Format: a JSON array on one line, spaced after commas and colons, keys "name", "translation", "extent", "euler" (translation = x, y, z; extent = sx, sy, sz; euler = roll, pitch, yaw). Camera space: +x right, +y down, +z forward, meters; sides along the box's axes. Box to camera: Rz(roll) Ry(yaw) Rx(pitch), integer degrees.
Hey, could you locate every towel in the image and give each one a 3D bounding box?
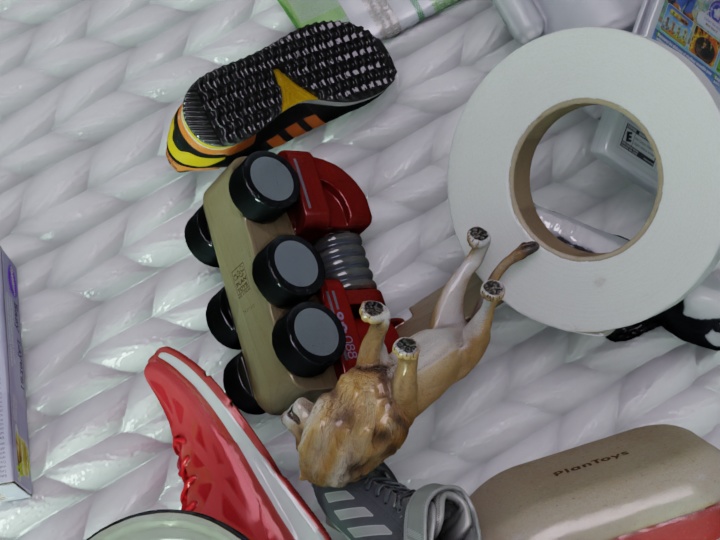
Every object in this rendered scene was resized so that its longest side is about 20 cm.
[{"name": "towel", "translation": [0.019, -0.267, 1.122], "extent": [0.199, 0.031, 0.150], "euler": [-29, 70, -8]}]

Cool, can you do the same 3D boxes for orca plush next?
[{"name": "orca plush", "translation": [0.185, 0.019, 0.983], "extent": [0.198, 0.105, 0.072], "euler": [21, 105, -1]}]

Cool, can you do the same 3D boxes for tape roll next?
[{"name": "tape roll", "translation": [0.155, -0.060, 0.920], "extent": [0.201, 0.037, 0.205], "euler": [3, 96, 26]}]

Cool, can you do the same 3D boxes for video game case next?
[{"name": "video game case", "translation": [0.250, -0.148, 0.997], "extent": [0.142, 0.018, 0.202], "euler": [26, 81, -33]}]

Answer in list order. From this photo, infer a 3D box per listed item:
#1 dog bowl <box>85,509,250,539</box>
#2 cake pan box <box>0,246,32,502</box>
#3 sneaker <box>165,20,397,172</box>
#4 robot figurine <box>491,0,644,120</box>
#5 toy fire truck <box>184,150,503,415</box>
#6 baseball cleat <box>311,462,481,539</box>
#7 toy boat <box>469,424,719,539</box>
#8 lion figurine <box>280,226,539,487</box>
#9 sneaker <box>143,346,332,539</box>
[{"name": "dog bowl", "translation": [-0.104, 0.248, 0.816], "extent": [0.198, 0.074, 0.203], "euler": [-6, 74, 22]}, {"name": "cake pan box", "translation": [-0.344, 0.088, 0.993], "extent": [0.198, 0.052, 0.186], "euler": [-11, 67, -2]}, {"name": "sneaker", "translation": [-0.065, -0.130, 1.054], "extent": [0.199, 0.090, 0.070], "euler": [-26, 84, -34]}, {"name": "robot figurine", "translation": [0.165, -0.216, 1.045], "extent": [0.168, 0.113, 0.202], "euler": [-14, 71, -38]}, {"name": "toy fire truck", "translation": [0.000, 0.000, 0.987], "extent": [0.198, 0.129, 0.178], "euler": [-2, 65, -38]}, {"name": "baseball cleat", "translation": [0.029, 0.157, 0.892], "extent": [0.069, 0.107, 0.201], "euler": [6, 35, -33]}, {"name": "toy boat", "translation": [0.159, 0.191, 0.905], "extent": [0.198, 0.131, 0.132], "euler": [-17, 98, -4]}, {"name": "lion figurine", "translation": [0.040, 0.060, 0.895], "extent": [0.199, 0.123, 0.072], "euler": [-26, 51, -33]}, {"name": "sneaker", "translation": [-0.114, 0.155, 0.942], "extent": [0.115, 0.079, 0.200], "euler": [-37, 70, -12]}]
